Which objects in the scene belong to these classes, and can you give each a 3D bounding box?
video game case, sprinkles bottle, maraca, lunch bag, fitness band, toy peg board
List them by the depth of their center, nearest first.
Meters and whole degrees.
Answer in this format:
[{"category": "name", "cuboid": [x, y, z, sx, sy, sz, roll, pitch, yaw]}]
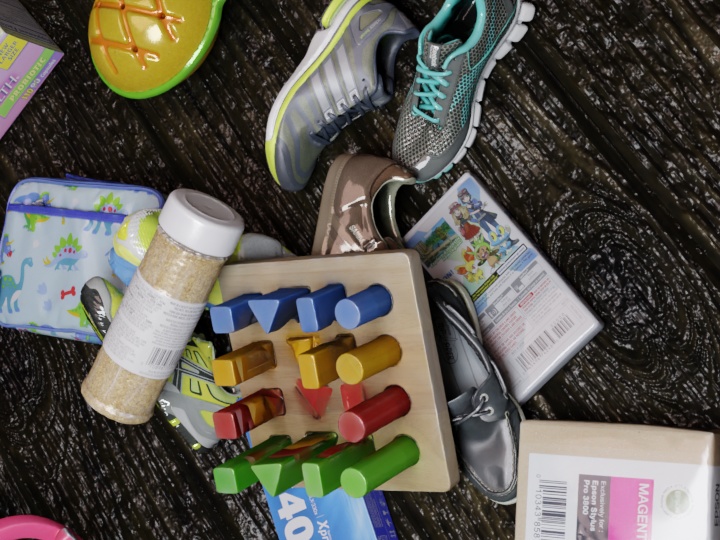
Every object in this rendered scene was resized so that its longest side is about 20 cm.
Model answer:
[{"category": "toy peg board", "cuboid": [-0.042, 0.095, 1.262, 0.200, 0.098, 0.200, -4, 101, 35]}, {"category": "sprinkles bottle", "cuboid": [-0.168, 0.031, 1.299, 0.068, 0.068, 0.200, 37, 111, 26]}, {"category": "video game case", "cuboid": [0.083, 0.048, 1.338, 0.200, 0.022, 0.182, -46, 66, 17]}, {"category": "fitness band", "cuboid": [-0.297, 0.315, 1.435, 0.144, 0.200, 0.037, -39, 25, -6]}, {"category": "maraca", "cuboid": [-0.181, -0.253, 1.464, 0.200, 0.107, 0.137, -48, 67, 15]}, {"category": "lunch bag", "cuboid": [-0.259, -0.011, 1.497, 0.200, 0.082, 0.161, 8, 86, 28]}]

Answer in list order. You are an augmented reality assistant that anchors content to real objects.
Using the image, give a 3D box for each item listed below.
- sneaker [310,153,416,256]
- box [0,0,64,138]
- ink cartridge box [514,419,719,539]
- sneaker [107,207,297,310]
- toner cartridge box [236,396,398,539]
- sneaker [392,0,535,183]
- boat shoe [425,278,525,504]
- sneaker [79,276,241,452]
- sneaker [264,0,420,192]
[{"category": "sneaker", "cuboid": [0.000, 0.000, 1.333, 0.075, 0.070, 0.200, 7, 93, 26]}, {"category": "box", "cuboid": [-0.439, -0.229, 1.608, 0.176, 0.097, 0.200, -50, 64, 15]}, {"category": "ink cartridge box", "cuboid": [0.208, 0.220, 1.220, 0.164, 0.075, 0.200, -1, 83, 30]}, {"category": "sneaker", "cuboid": [-0.137, 0.003, 1.397, 0.105, 0.200, 0.076, -27, 43, 54]}, {"category": "toner cartridge box", "cuboid": [-0.035, 0.190, 1.373, 0.095, 0.043, 0.200, -26, 72, 23]}, {"category": "sneaker", "cuboid": [0.071, -0.173, 1.328, 0.078, 0.091, 0.200, 28, 98, 29]}, {"category": "boat shoe", "cuboid": [0.084, 0.099, 1.280, 0.074, 0.066, 0.200, -21, 76, 24]}, {"category": "sneaker", "cuboid": [-0.179, 0.073, 1.405, 0.076, 0.200, 0.075, -41, 29, -7]}, {"category": "sneaker", "cuboid": [-0.018, -0.158, 1.388, 0.081, 0.074, 0.200, 31, 101, 24]}]
